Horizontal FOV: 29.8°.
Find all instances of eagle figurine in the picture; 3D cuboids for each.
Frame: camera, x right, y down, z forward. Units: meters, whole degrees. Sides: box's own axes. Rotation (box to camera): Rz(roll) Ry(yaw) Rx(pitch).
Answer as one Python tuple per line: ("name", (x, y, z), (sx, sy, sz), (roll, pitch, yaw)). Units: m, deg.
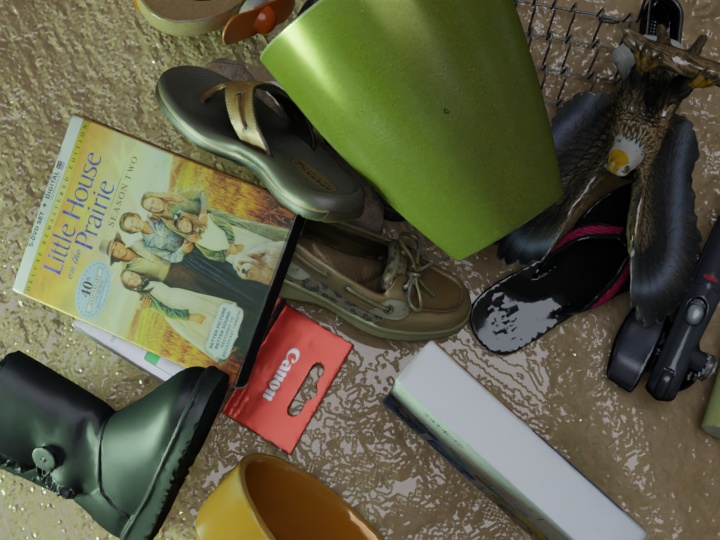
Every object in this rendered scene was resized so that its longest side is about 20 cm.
("eagle figurine", (0.201, -0.081, 1.026), (0.149, 0.202, 0.152), (-4, 37, -36))

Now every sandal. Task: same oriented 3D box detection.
("sandal", (0.178, 0.000, 1.087), (0.199, 0.045, 0.076), (-35, 90, -5))
("sandal", (-0.071, -0.105, 1.000), (0.081, 0.055, 0.200), (-18, 47, -42))

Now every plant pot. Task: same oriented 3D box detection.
("plant pot", (-0.071, 0.270, 0.982), (0.200, 0.200, 0.184), (43, 99, 5))
("plant pot", (0.058, -0.117, 0.974), (0.186, 0.187, 0.201), (-33, 92, -6))

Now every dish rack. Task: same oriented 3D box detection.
("dish rack", (0.155, -0.158, 1.109), (0.197, 0.055, 0.156), (9, 81, 0))

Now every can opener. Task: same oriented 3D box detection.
("can opener", (0.272, 0.014, 1.081), (0.078, 0.063, 0.201), (30, 82, 4))

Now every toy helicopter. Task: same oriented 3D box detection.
("toy helicopter", (-0.086, -0.243, 1.098), (0.198, 0.079, 0.133), (-25, 59, -20))

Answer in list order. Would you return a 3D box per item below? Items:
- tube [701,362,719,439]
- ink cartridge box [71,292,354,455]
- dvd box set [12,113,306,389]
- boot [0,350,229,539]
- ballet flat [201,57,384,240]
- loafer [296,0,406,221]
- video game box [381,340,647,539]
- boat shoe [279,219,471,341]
("tube", (0.330, 0.042, 1.090), (0.052, 0.058, 0.202), (10, 74, 43))
("ink cartridge box", (-0.115, 0.050, 1.072), (0.199, 0.050, 0.110), (31, 82, 4))
("dvd box set", (-0.152, -0.016, 1.018), (0.198, 0.029, 0.148), (23, 94, 14))
("boot", (-0.202, 0.111, 1.006), (0.167, 0.201, 0.077), (31, 40, 1))
("ballet flat", (-0.069, -0.087, 1.082), (0.200, 0.068, 0.067), (42, 39, 11))
("loafer", (-0.002, -0.136, 1.092), (0.072, 0.072, 0.202), (-25, 84, -6))
("video game box", (0.106, 0.141, 0.999), (0.200, 0.182, 0.047), (42, 79, 4))
("boat shoe", (0.000, 0.000, 1.055), (0.197, 0.063, 0.074), (14, 47, -14))
